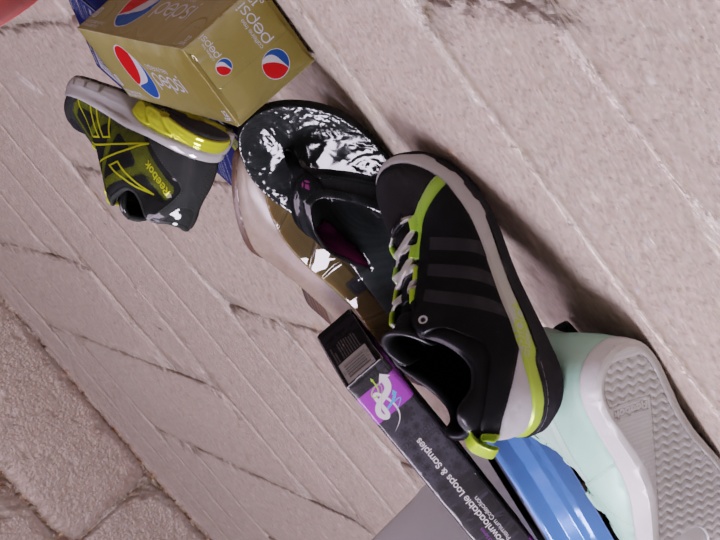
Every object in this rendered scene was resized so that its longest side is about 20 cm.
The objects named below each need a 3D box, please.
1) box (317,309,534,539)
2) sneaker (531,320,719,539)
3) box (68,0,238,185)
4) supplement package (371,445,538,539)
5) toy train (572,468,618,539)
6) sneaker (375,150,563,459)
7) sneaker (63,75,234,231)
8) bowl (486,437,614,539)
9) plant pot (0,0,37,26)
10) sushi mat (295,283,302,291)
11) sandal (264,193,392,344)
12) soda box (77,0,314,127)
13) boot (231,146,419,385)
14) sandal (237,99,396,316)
[{"bbox_3d":[0.052,0.124,1.662,0.200,0.036,0.143,50,-179,-14],"label":"box"},{"bbox_3d":[0.153,0.113,1.511,0.118,0.074,0.201,17,138,54],"label":"sneaker"},{"bbox_3d":[-0.128,-0.129,1.805,0.200,0.032,0.121,43,166,22],"label":"box"},{"bbox_3d":[0.122,0.251,1.850,0.150,0.152,0.200,36,163,40],"label":"supplement package"},{"bbox_3d":[0.165,0.149,1.682,0.046,0.034,0.200,52,174,46],"label":"toy train"},{"bbox_3d":[0.046,0.016,1.453,0.201,0.082,0.072,61,149,26],"label":"sneaker"},{"bbox_3d":[-0.162,-0.081,1.746,0.074,0.085,0.200,16,-176,-31],"label":"sneaker"},{"bbox_3d":[0.116,0.138,1.671,0.201,0.039,0.201,58,179,2],"label":"bowl"},{"bbox_3d":[-0.356,-0.247,1.888,0.178,0.200,0.200,61,164,-16],"label":"plant pot"},{"bbox_3d":[-0.004,0.026,1.906,0.096,0.012,0.200,49,168,-14],"label":"sushi mat"},{"bbox_3d":[0.002,-0.023,1.635,0.200,0.080,0.054,53,-166,-25],"label":"sandal"},{"bbox_3d":[-0.109,-0.146,1.609,0.064,0.068,0.200,53,166,-22],"label":"soda box"},{"bbox_3d":[0.000,0.000,1.722,0.146,0.070,0.200,27,158,40],"label":"boot"},{"bbox_3d":[0.003,-0.031,1.571,0.200,0.075,0.048,44,-162,-24],"label":"sandal"}]
